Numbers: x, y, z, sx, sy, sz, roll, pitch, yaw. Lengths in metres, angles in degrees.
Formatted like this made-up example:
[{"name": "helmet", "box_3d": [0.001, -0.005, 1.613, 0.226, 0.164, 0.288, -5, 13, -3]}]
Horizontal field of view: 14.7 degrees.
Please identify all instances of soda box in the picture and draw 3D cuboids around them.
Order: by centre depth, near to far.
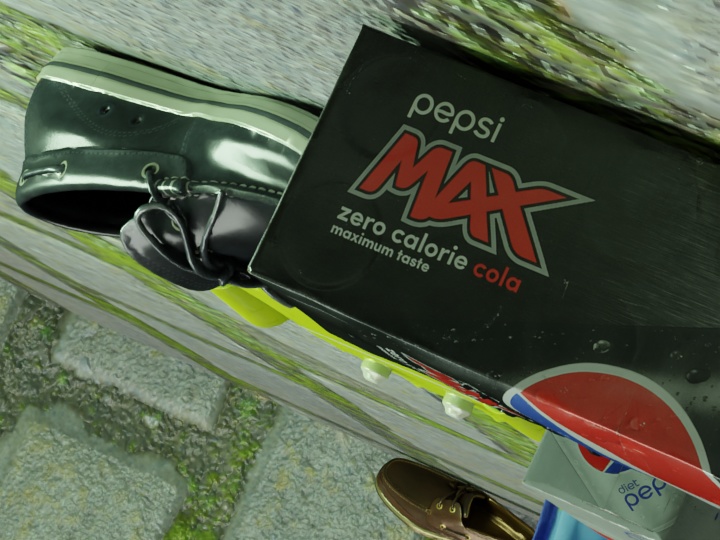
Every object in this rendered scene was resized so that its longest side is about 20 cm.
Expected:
[{"name": "soda box", "box_3d": [0.079, 0.014, 0.644, 0.199, 0.071, 0.063, 23, 174, 22]}, {"name": "soda box", "box_3d": [0.129, 0.084, 1.124, 0.063, 0.069, 0.200, 22, 175, 22]}]

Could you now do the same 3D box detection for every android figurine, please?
[{"name": "android figurine", "box_3d": [0.015, 0.027, 1.241, 0.181, 0.041, 0.200, 22, 172, 25]}]

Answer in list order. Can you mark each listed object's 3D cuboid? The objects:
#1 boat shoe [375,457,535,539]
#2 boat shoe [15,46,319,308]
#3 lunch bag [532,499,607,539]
[{"name": "boat shoe", "box_3d": [0.107, 0.250, 2.926, 0.199, 0.072, 0.068, 31, 144, 15]}, {"name": "boat shoe", "box_3d": [-0.041, -0.022, 0.888, 0.199, 0.063, 0.074, 18, 170, 43]}, {"name": "lunch bag", "box_3d": [0.146, 0.193, 1.390, 0.150, 0.201, 0.094, 26, 175, -26]}]
